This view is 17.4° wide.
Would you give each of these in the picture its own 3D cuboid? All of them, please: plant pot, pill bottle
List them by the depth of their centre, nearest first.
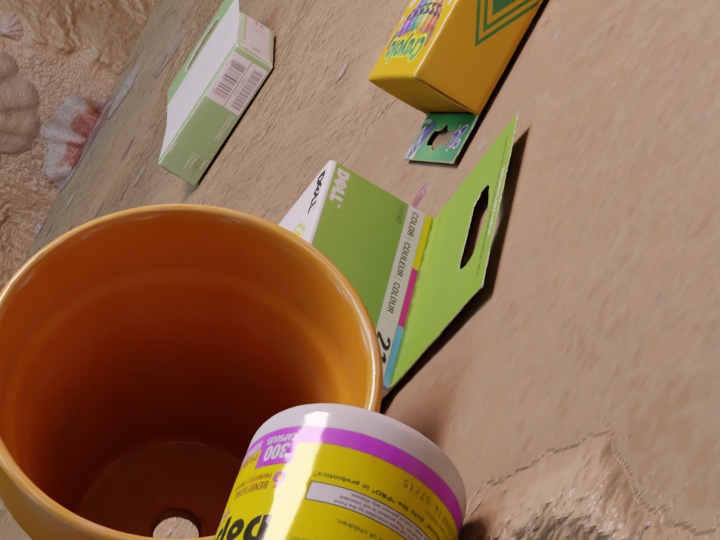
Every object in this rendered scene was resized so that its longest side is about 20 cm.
[{"bbox_3d":[-0.026,0.164,1.009,0.104,0.104,0.201,-44,21,50],"label":"pill bottle"},{"bbox_3d":[-0.093,0.099,1.218,0.184,0.199,0.201,96,-168,-55],"label":"plant pot"}]

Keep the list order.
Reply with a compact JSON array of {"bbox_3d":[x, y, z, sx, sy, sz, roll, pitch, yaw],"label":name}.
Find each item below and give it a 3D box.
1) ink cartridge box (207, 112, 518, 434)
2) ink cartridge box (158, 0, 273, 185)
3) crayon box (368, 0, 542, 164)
[{"bbox_3d":[0.000,0.000,1.317,0.200,0.076,0.148,-50,17,42],"label":"ink cartridge box"},{"bbox_3d":[-0.139,-0.185,2.285,0.146,0.048,0.200,-55,14,20],"label":"ink cartridge box"},{"bbox_3d":[0.070,-0.166,1.461,0.201,0.051,0.126,-62,13,-3],"label":"crayon box"}]
